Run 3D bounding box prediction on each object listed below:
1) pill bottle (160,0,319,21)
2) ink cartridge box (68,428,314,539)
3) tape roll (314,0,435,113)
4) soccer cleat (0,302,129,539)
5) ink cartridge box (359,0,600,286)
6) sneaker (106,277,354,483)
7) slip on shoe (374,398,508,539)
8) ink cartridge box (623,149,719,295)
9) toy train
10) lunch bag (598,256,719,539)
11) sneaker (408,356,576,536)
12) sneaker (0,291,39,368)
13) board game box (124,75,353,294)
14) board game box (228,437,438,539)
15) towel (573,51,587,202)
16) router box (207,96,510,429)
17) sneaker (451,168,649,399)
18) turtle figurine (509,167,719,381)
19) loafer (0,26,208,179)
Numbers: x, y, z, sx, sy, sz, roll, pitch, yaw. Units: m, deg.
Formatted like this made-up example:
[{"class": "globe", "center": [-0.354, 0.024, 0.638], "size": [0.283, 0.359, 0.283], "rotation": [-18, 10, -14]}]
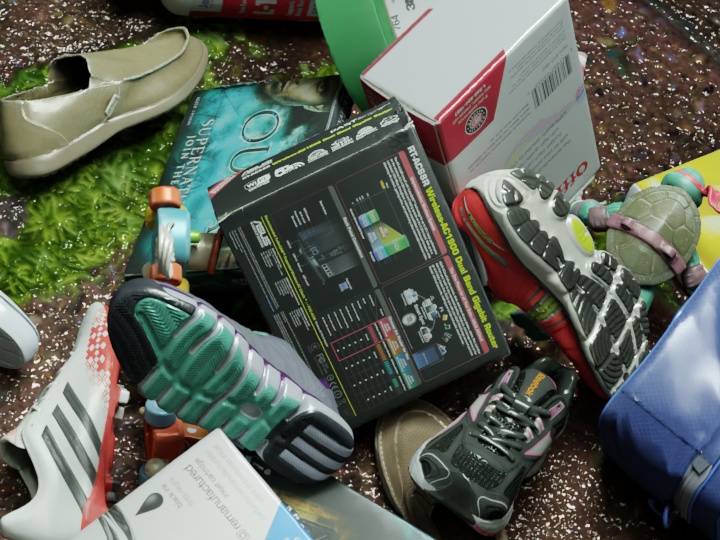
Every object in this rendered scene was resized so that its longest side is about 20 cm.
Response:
[{"class": "pill bottle", "center": [-0.105, -0.267, 1.683], "size": [0.198, 0.113, 0.113], "rotation": [1, 52, -11]}, {"class": "ink cartridge box", "center": [-0.122, 0.223, 1.279], "size": [0.200, 0.084, 0.146], "rotation": [-37, 65, -15]}, {"class": "tape roll", "center": [0.018, -0.213, 1.594], "size": [0.048, 0.201, 0.202], "rotation": [-12, 48, 20]}, {"class": "soccer cleat", "center": [-0.205, 0.105, 1.400], "size": [0.084, 0.069, 0.201], "rotation": [8, 56, -11]}, {"class": "ink cartridge box", "center": [0.093, -0.108, 1.507], "size": [0.083, 0.201, 0.146], "rotation": [33, 68, 32]}, {"class": "sneaker", "center": [-0.090, 0.062, 1.341], "size": [0.200, 0.074, 0.088], "rotation": [41, 18, -26]}, {"class": "slip on shoe", "center": [0.063, 0.166, 1.412], "size": [0.075, 0.061, 0.201], "rotation": [-5, 54, -15]}, {"class": "ink cartridge box", "center": [0.347, -0.021, 1.632], "size": [0.199, 0.047, 0.198], "rotation": [-24, 59, -24]}, {"class": "toy train", "center": [-0.123, 0.045, 1.403], "size": [0.055, 0.201, 0.150], "rotation": [2, 27, -11]}, {"class": "lunch bag", "center": [0.267, 0.098, 1.440], "size": [0.132, 0.136, 0.200], "rotation": [36, 81, 18]}, {"class": "sneaker", "center": [0.097, 0.107, 1.393], "size": [0.080, 0.087, 0.200], "rotation": [33, 23, 5]}, {"class": "sneaker", "center": [-0.300, -0.007, 1.463], "size": [0.199, 0.073, 0.071], "rotation": [35, 57, 16]}, {"class": "board game box", "center": [-0.089, -0.066, 1.536], "size": [0.134, 0.028, 0.201], "rotation": [-5, 47, 22]}, {"class": "board game box", "center": [-0.045, 0.200, 1.349], "size": [0.199, 0.028, 0.136], "rotation": [29, 69, 19]}, {"class": "towel", "center": [0.116, -0.126, 1.673], "size": [0.145, 0.030, 0.201], "rotation": [11, 51, -4]}, {"class": "router box", "center": [0.000, 0.000, 1.415], "size": [0.149, 0.201, 0.062], "rotation": [-25, 27, 0]}, {"class": "sneaker", "center": [0.137, 0.010, 1.460], "size": [0.077, 0.085, 0.201], "rotation": [-47, 111, -36]}, {"class": "turtle figurine", "center": [0.212, -0.013, 1.538], "size": [0.149, 0.101, 0.200], "rotation": [34, 75, 21]}, {"class": "loafer", "center": [-0.200, -0.143, 1.579], "size": [0.076, 0.068, 0.200], "rotation": [11, 40, 45]}]
